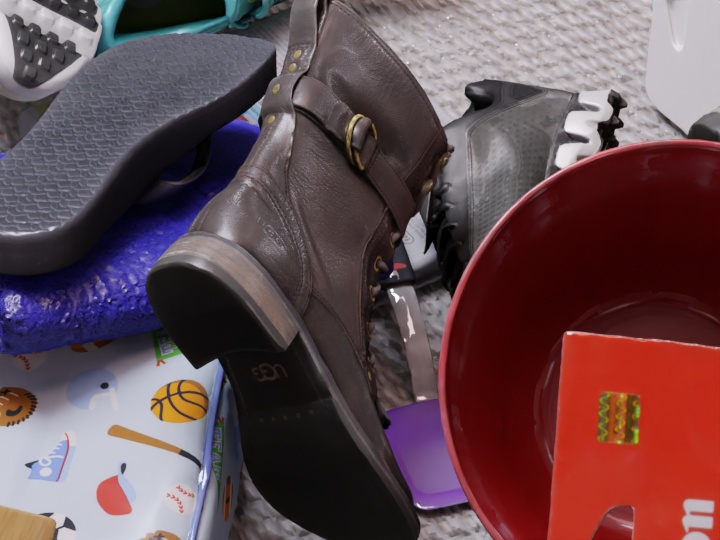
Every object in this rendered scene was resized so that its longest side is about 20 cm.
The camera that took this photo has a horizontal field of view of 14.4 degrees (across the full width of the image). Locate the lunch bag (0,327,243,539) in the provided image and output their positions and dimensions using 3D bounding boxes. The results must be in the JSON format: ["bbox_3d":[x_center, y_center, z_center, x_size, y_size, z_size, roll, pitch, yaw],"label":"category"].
[{"bbox_3d":[-0.135,0.096,1.187,0.160,0.076,0.200,3,43,5],"label":"lunch bag"}]

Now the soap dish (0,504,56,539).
[{"bbox_3d":[-0.215,0.153,1.030,0.200,0.081,0.158,-7,51,42],"label":"soap dish"}]

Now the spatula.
[{"bbox_3d":[0.022,0.023,1.295,0.056,0.021,0.201,-9,59,-14],"label":"spatula"}]

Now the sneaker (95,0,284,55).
[{"bbox_3d":[-0.053,-0.154,1.452,0.199,0.078,0.080,-22,33,-1],"label":"sneaker"}]

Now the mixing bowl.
[{"bbox_3d":[0.128,0.055,1.186,0.199,0.108,0.201,0,80,-2],"label":"mixing bowl"}]

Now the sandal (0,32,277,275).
[{"bbox_3d":[-0.106,-0.049,1.228,0.076,0.043,0.200,15,37,28],"label":"sandal"}]

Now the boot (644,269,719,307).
[{"bbox_3d":[0.204,-0.038,1.303,0.199,0.073,0.156,9,69,2],"label":"boot"}]

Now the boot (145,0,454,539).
[{"bbox_3d":[0.000,0.000,1.201,0.069,0.200,0.174,-3,41,35],"label":"boot"}]

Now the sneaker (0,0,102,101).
[{"bbox_3d":[-0.182,-0.137,1.427,0.075,0.081,0.200,32,24,-30],"label":"sneaker"}]

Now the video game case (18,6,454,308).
[{"bbox_3d":[-0.040,-0.048,1.388,0.182,0.022,0.200,-24,49,-26],"label":"video game case"}]

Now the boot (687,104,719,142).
[{"bbox_3d":[0.260,-0.033,1.232,0.154,0.074,0.204,-42,84,-17],"label":"boot"}]

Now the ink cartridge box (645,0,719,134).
[{"bbox_3d":[0.249,-0.148,1.414,0.199,0.147,0.083,-23,47,-24],"label":"ink cartridge box"}]

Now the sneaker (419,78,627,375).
[{"bbox_3d":[0.056,-0.019,1.306,0.090,0.067,0.200,17,47,7],"label":"sneaker"}]

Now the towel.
[{"bbox_3d":[-0.102,-0.021,1.253,0.199,0.050,0.148,-13,27,-34],"label":"towel"}]

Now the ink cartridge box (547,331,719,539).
[{"bbox_3d":[0.159,0.123,1.100,0.173,0.044,0.201,5,80,-1],"label":"ink cartridge box"}]
